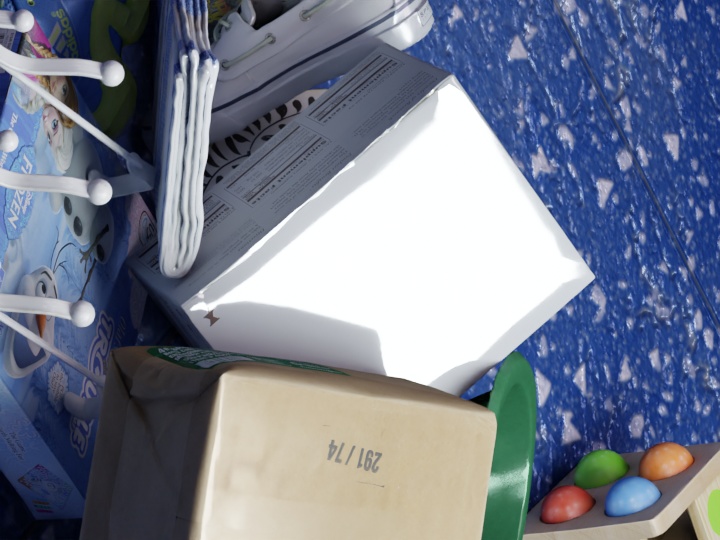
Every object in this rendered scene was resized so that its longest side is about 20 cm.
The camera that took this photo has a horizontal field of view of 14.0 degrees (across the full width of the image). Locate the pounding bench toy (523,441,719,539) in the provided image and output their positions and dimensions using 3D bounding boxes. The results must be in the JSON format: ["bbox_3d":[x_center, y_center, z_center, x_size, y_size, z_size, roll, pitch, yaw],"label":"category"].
[{"bbox_3d":[0.218,0.192,2.084,0.200,0.124,0.156,-37,112,-51],"label":"pounding bench toy"}]

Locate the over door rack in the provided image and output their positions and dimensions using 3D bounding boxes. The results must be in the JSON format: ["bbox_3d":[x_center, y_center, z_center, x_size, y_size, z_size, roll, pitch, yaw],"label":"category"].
[{"bbox_3d":[-0.149,-0.028,1.514,0.200,0.066,0.148,53,38,-60],"label":"over door rack"}]

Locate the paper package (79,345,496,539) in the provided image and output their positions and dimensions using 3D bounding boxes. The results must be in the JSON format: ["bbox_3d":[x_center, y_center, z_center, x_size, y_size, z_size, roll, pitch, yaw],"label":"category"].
[{"bbox_3d":[-0.039,0.143,1.522,0.200,0.103,0.191,9,89,-40],"label":"paper package"}]

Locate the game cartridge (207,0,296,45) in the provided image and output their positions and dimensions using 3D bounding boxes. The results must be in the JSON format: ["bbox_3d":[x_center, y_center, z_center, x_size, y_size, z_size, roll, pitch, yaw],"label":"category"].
[{"bbox_3d":[-0.051,-0.191,1.746,0.200,0.133,0.041,87,-6,-48],"label":"game cartridge"}]

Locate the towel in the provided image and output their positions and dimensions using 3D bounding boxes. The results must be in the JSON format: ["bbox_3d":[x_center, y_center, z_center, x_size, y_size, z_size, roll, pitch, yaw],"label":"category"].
[{"bbox_3d":[-0.100,-0.106,1.627,0.200,0.024,0.147,-99,-166,-55],"label":"towel"}]

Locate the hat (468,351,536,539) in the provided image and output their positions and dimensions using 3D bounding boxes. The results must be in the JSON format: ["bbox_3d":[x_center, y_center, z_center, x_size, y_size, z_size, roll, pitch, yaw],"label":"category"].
[{"bbox_3d":[-0.002,0.136,1.688,0.166,0.175,0.201,56,43,-69],"label":"hat"}]

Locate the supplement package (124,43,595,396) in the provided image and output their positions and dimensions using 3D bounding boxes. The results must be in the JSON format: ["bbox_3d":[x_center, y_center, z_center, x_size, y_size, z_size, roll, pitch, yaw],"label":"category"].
[{"bbox_3d":[0.000,0.000,1.657,0.200,0.111,0.156,-40,114,-7],"label":"supplement package"}]

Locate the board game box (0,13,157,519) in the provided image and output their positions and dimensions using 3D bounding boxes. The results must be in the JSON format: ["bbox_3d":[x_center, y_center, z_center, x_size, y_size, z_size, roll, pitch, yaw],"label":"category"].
[{"bbox_3d":[-0.178,-0.001,1.599,0.199,0.043,0.201,63,29,-49],"label":"board game box"}]

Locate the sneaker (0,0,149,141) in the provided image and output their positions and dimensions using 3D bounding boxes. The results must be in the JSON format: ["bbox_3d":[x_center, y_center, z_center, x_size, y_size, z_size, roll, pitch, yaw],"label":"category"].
[{"bbox_3d":[-0.171,-0.173,1.682,0.105,0.076,0.201,13,72,-51],"label":"sneaker"}]

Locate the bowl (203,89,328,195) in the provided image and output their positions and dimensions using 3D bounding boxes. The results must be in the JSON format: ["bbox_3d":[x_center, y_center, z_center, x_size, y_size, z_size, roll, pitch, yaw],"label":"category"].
[{"bbox_3d":[-0.008,-0.003,1.770,0.200,0.094,0.202,-7,106,-26],"label":"bowl"}]

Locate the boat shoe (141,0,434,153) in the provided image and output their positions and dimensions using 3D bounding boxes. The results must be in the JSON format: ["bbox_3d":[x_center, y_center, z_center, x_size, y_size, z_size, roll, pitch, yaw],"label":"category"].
[{"bbox_3d":[-0.053,-0.136,1.739,0.067,0.200,0.074,60,20,-16],"label":"boat shoe"}]
